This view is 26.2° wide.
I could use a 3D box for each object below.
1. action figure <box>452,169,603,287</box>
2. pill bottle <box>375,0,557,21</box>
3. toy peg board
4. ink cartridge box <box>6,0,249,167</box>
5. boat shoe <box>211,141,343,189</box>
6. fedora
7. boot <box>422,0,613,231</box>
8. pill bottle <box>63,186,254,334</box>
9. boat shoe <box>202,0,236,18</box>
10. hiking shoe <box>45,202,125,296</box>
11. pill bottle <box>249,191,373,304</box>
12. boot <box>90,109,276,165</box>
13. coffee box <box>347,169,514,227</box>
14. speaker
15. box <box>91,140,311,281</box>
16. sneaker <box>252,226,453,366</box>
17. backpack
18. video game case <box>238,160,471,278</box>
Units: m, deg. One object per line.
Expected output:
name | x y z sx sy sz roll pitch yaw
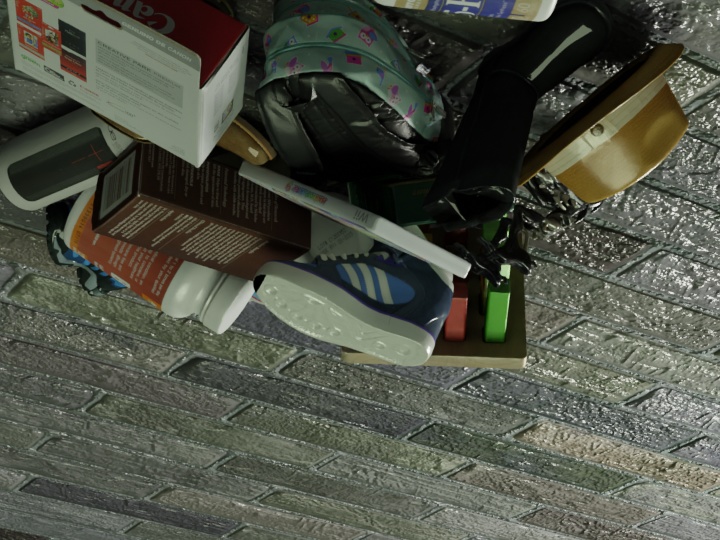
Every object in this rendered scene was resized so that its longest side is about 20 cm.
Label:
action figure | 0.189 -0.079 1.597 0.102 0.200 0.119 49 159 -5
pill bottle | 0.061 -0.270 1.251 0.200 0.120 0.120 5 152 -4
toy peg board | 0.083 -0.001 1.696 0.199 0.200 0.098 2 134 2
ink cartridge box | -0.202 -0.207 1.346 0.200 0.084 0.176 29 153 7
boat shoe | -0.077 -0.102 1.632 0.200 0.071 0.063 -11 157 24
fedora | 0.236 -0.124 1.437 0.082 0.201 0.201 49 140 -5
boot | 0.143 -0.140 1.391 0.066 0.200 0.165 38 141 -15
pill bottle | -0.210 -0.020 1.668 0.200 0.112 0.112 34 151 7
boat shoe | -0.142 -0.217 1.430 0.072 0.060 0.200 3 152 -1
hiking shoe | -0.303 -0.033 1.792 0.087 0.074 0.200 -10 160 8
pill bottle | -0.081 -0.019 1.725 0.109 0.109 0.200 20 161 -29
boot | -0.173 -0.140 1.469 0.200 0.075 0.074 29 167 14
coffee box | 0.067 -0.078 1.563 0.123 0.044 0.200 -8 -173 -11
speaker | -0.282 -0.127 1.593 0.200 0.081 0.081 -17 146 33
box | -0.157 -0.059 1.557 0.200 0.075 0.100 20 148 -31
sneaker | 0.000 0.000 1.573 0.200 0.147 0.081 24 144 -8
backpack | -0.017 -0.167 1.442 0.167 0.127 0.200 -12 151 24
video game case | -0.007 -0.050 1.473 0.200 0.018 0.143 24 179 45
